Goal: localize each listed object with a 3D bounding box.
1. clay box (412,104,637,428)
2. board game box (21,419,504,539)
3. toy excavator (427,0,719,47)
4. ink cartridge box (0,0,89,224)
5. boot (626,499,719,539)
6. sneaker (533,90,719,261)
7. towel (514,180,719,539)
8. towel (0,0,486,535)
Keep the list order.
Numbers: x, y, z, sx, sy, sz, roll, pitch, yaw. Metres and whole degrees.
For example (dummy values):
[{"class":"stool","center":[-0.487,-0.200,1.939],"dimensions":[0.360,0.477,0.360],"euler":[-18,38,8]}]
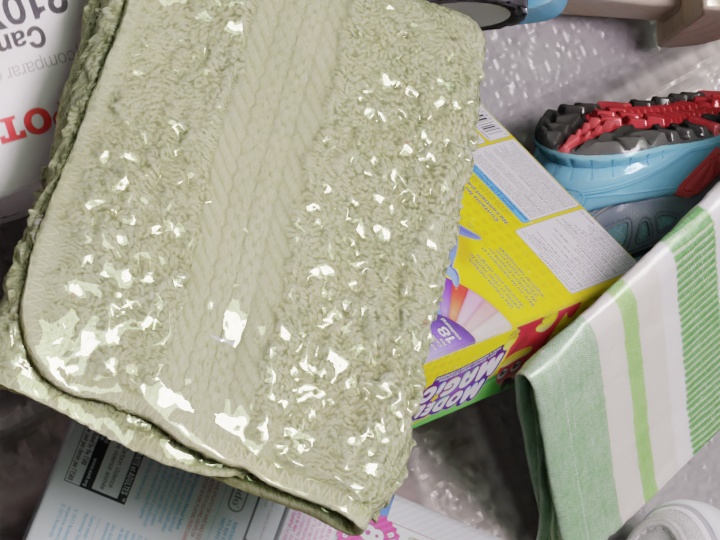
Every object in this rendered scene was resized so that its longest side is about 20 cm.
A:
[{"class":"clay box","center":[0.000,0.000,1.077],"dimensions":[0.199,0.048,0.115],"euler":[-19,58,-46]},{"class":"board game box","center":[-0.028,0.142,1.022],"dimensions":[0.199,0.064,0.148],"euler":[23,65,-5]},{"class":"toy excavator","center":[0.050,-0.126,1.168],"dimensions":[0.193,0.200,0.101],"euler":[-5,80,8]},{"class":"ink cartridge box","center":[-0.123,-0.124,1.045],"dimensions":[0.144,0.084,0.201],"euler":[-20,91,-37]},{"class":"boot","center":[0.092,0.177,1.134],"dimensions":[0.095,0.073,0.201],"euler":[20,69,-38]},{"class":"sneaker","center":[0.138,-0.022,1.231],"dimensions":[0.199,0.079,0.096],"euler":[-5,108,-41]},{"class":"towel","center":[0.133,0.013,1.151],"dimensions":[0.023,0.153,0.200],"euler":[37,68,28]},{"class":"towel","center":[-0.034,-0.023,0.980],"dimensions":[0.148,0.036,0.201],"euler":[22,59,-15]}]
